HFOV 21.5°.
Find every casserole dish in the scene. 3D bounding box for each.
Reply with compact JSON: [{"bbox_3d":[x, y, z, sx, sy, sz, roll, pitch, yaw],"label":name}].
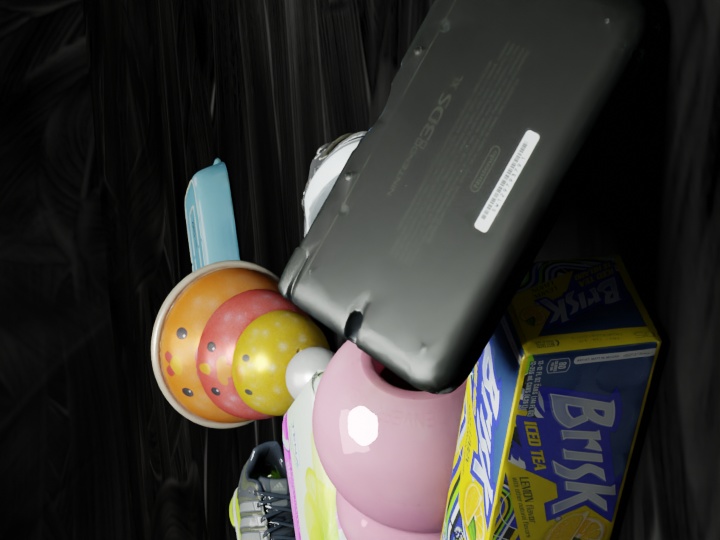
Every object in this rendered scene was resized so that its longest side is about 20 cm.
[{"bbox_3d":[-0.157,-0.021,2.025,0.121,0.039,0.200,125,139,-70],"label":"casserole dish"}]

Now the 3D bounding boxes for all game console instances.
[{"bbox_3d":[0.059,-0.050,0.919,0.176,0.116,0.200,32,96,41],"label":"game console"}]

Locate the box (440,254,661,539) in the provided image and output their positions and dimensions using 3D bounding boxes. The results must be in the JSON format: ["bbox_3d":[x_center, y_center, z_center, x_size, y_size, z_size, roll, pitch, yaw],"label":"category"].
[{"bbox_3d":[0.089,0.088,0.930,0.064,0.070,0.200,-109,19,-46],"label":"box"}]

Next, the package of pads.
[{"bbox_3d":[-0.007,0.178,1.387,0.155,0.068,0.200,124,139,-71],"label":"package of pads"}]

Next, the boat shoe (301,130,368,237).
[{"bbox_3d":[-0.009,-0.059,1.321,0.200,0.070,0.066,98,161,-69],"label":"boat shoe"}]

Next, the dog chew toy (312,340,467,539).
[{"bbox_3d":[0.038,0.119,1.073,0.125,0.124,0.200,-110,11,-47],"label":"dog chew toy"}]

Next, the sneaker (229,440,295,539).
[{"bbox_3d":[-0.080,0.233,1.723,0.200,0.074,0.081,-117,29,-55],"label":"sneaker"}]

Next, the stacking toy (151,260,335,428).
[{"bbox_3d":[-0.072,0.071,1.567,0.200,0.146,0.146,10,106,59],"label":"stacking toy"}]
